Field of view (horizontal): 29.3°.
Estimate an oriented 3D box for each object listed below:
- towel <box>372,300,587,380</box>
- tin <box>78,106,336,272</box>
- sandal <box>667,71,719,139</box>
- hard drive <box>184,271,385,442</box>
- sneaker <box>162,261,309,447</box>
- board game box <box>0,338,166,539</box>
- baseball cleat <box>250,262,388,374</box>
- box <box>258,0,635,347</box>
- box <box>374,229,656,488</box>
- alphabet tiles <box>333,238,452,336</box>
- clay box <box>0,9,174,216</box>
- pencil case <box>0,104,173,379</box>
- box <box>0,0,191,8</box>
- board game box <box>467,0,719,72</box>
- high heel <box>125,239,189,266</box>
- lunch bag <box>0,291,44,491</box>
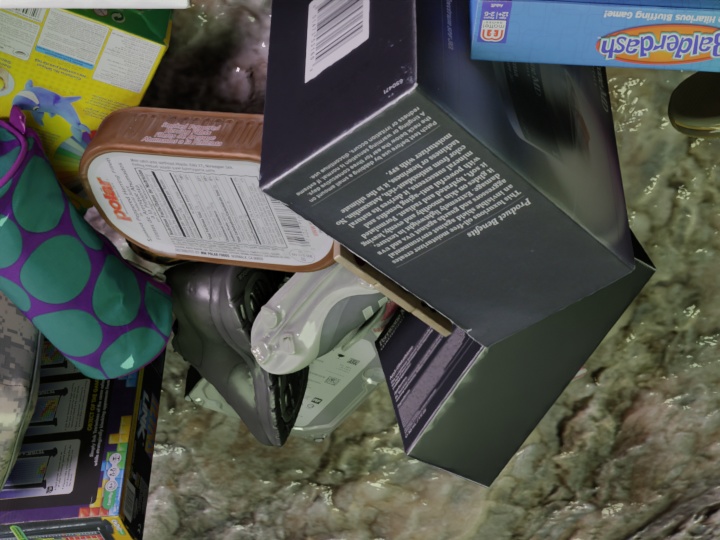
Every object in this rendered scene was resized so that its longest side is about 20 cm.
[{"bbox_3d":[0.097,0.058,1.107,0.146,0.030,0.200,-25,135,4],"label":"towel"},{"bbox_3d":[-0.092,-0.051,0.888,0.199,0.042,0.112,6,136,26],"label":"tin"},{"bbox_3d":[0.285,-0.143,0.860,0.199,0.081,0.054,-20,121,22],"label":"sandal"},{"bbox_3d":[-0.046,0.069,1.156,0.139,0.038,0.200,21,136,-22],"label":"hard drive"},{"bbox_3d":[-0.098,0.061,1.077,0.090,0.076,0.201,5,134,22],"label":"sneaker"},{"bbox_3d":[-0.249,0.127,1.105,0.164,0.201,0.057,-6,142,11],"label":"board game box"},{"bbox_3d":[0.000,0.000,0.977,0.200,0.070,0.106,-40,167,35],"label":"baseball cleat"},{"bbox_3d":[0.054,-0.097,0.821,0.123,0.201,0.198,-29,133,32],"label":"box"},{"bbox_3d":[0.101,0.027,0.967,0.079,0.141,0.200,24,114,-24],"label":"box"},{"bbox_3d":[0.021,-0.060,0.865,0.008,0.201,0.167,-30,131,32],"label":"alphabet tiles"},{"bbox_3d":[-0.212,-0.117,0.926,0.114,0.048,0.200,18,139,-19],"label":"clay box"},{"bbox_3d":[-0.210,-0.013,0.948,0.092,0.085,0.200,-42,134,-7],"label":"pencil case"},{"bbox_3d":[-0.139,-0.242,0.685,0.112,0.102,0.201,0,123,2],"label":"box"},{"bbox_3d":[0.158,-0.177,0.757,0.199,0.153,0.045,3,141,0],"label":"board game box"},{"bbox_3d":[-0.074,-0.041,1.008,0.199,0.072,0.143,6,150,-5],"label":"high heel"},{"bbox_3d":[-0.328,0.052,1.022,0.167,0.201,0.140,13,137,-19],"label":"lunch bag"}]
